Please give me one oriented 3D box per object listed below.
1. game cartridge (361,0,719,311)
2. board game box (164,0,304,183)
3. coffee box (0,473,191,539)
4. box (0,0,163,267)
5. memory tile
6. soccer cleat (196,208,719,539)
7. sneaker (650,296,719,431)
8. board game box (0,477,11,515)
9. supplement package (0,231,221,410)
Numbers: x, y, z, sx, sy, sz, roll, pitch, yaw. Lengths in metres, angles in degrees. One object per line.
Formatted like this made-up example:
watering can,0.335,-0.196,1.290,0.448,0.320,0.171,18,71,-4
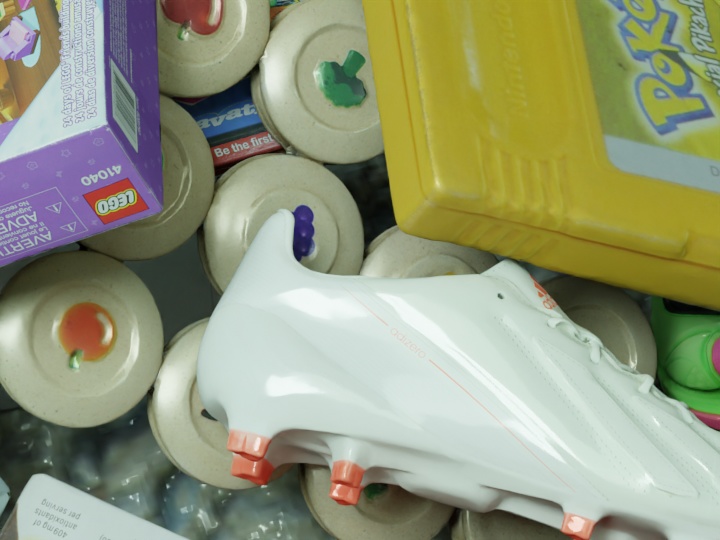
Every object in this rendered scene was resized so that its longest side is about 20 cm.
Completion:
game cartridge,0.091,-0.068,0.873,0.199,0.032,0.177,13,50,-29
board game box,-0.009,-0.086,0.897,0.199,0.019,0.103,-18,66,-22
coffee box,-0.101,0.176,0.839,0.080,0.113,0.200,22,65,12
box,-0.126,-0.078,0.824,0.136,0.039,0.200,-18,46,14
memory tile,0.000,0.000,0.852,0.199,0.017,0.154,22,78,-18
soccer cleat,0.054,0.039,0.809,0.199,0.069,0.078,16,74,-2
sneaker,0.190,0.003,0.940,0.199,0.077,0.084,-1,52,-10
board game box,-0.223,0.068,0.851,0.199,0.105,0.103,3,52,31
supplement package,-0.121,-0.029,0.937,0.199,0.117,0.118,-9,65,-4
